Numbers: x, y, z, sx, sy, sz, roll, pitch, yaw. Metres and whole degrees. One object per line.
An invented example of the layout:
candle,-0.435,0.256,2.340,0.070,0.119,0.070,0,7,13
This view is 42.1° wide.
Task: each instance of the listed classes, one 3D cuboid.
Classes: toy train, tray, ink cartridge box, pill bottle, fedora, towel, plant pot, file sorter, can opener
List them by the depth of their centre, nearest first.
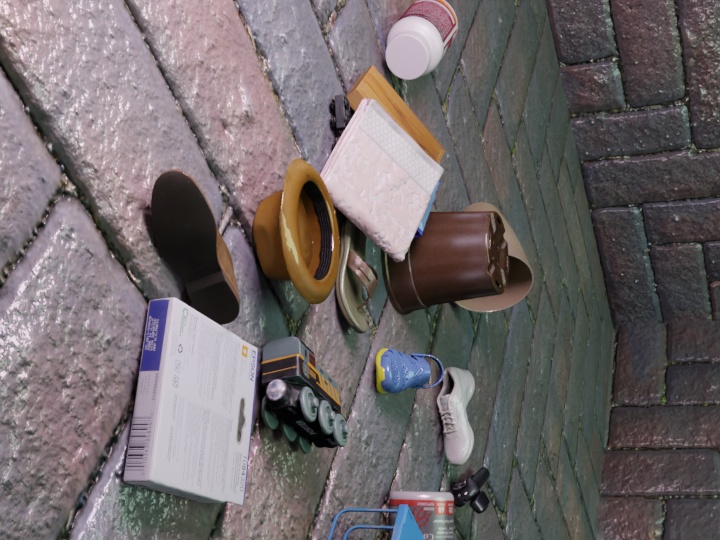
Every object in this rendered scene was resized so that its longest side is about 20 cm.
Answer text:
ink cartridge box,-0.188,0.158,1.073,0.200,0.042,0.201,45,45,-60
fedora,-0.093,-0.050,1.282,0.200,0.080,0.205,-10,90,-70
toy train,-0.075,0.175,1.293,0.200,0.084,0.116,50,32,-53
file sorter,0.033,0.474,1.432,0.140,0.120,0.202,-70,146,-43
towel,0.037,-0.148,1.520,0.199,0.032,0.193,41,63,-27
toy train,-0.027,-0.183,1.524,0.046,0.033,0.205,13,74,-76
pill bottle,0.105,0.485,1.605,0.116,0.114,0.205,27,61,-63
tray,0.063,-0.254,1.629,0.200,0.037,0.099,48,37,-15
plant pot,0.165,-0.027,1.738,0.200,0.194,0.205,-5,90,-67
pill bottle,0.114,-0.445,1.799,0.201,0.111,0.115,-60,139,-53
can opener,0.239,0.467,2.002,0.080,0.063,0.200,58,14,4
plant pot,0.274,-0.045,2.052,0.189,0.184,0.203,61,19,-44

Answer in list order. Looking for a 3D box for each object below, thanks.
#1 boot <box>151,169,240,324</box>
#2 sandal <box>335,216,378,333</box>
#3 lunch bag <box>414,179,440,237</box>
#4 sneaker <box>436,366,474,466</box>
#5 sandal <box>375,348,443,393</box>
boot,-0.191,-0.037,1.090,0.076,0.072,0.203,-94,170,-55
sandal,0.000,-0.001,1.518,0.080,0.056,0.206,29,60,-62
lunch bag,0.045,-0.174,1.639,0.201,0.093,0.152,56,37,-30
sneaker,0.186,0.295,1.908,0.080,0.069,0.205,27,57,-46
sandal,0.087,0.177,1.658,0.199,0.085,0.081,3,85,-65
